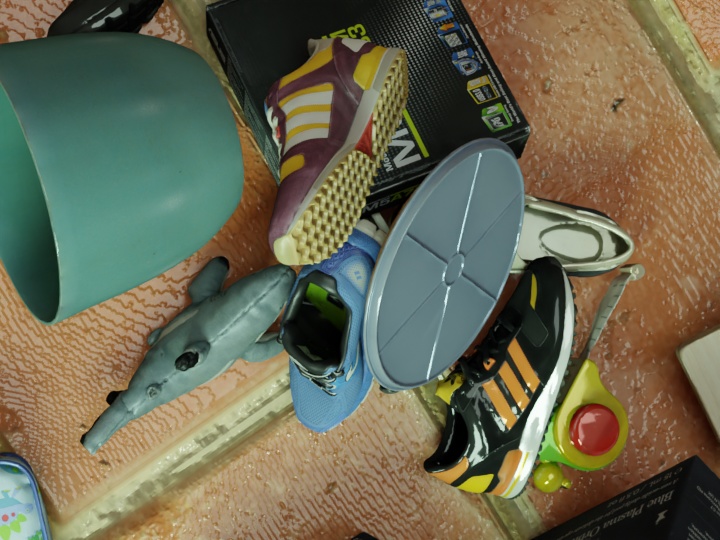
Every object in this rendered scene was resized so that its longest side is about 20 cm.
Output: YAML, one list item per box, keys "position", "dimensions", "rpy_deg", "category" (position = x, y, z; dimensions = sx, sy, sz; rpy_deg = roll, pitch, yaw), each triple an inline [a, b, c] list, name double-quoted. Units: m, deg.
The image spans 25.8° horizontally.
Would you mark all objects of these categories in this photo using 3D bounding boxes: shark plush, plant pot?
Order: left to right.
- position: [-0.181, -0.081, 1.134]
  dimensions: [0.160, 0.200, 0.202]
  rpy_deg: [-19, 94, -24]
  category: "plant pot"
- position: [-0.136, 0.057, 1.193]
  dimensions: [0.199, 0.083, 0.091]
  rpy_deg: [-28, 96, -14]
  category: "shark plush"

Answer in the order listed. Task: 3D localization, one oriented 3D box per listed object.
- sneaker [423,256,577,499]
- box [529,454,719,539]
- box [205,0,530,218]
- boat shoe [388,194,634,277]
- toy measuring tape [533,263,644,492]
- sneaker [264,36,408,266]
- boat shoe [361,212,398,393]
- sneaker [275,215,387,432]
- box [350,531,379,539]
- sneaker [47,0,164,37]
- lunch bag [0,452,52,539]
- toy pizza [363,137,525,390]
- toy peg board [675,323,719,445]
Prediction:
- position: [0.107, 0.083, 1.244]
  dimensions: [0.089, 0.070, 0.202]
  rpy_deg: [10, 103, -18]
  category: "sneaker"
- position: [0.196, 0.273, 1.179]
  dimensions: [0.117, 0.196, 0.200]
  rpy_deg: [45, 40, -10]
  category: "box"
- position: [0.004, -0.146, 1.217]
  dimensions: [0.192, 0.048, 0.201]
  rpy_deg: [-19, 69, -16]
  category: "box"
- position: [0.123, -0.029, 1.275]
  dimensions: [0.198, 0.063, 0.072]
  rpy_deg: [8, 89, -13]
  category: "boat shoe"
- position: [0.201, 0.095, 1.290]
  dimensions: [0.073, 0.074, 0.201]
  rpy_deg: [30, 82, -12]
  category: "toy measuring tape"
- position: [-0.036, -0.087, 1.125]
  dimensions: [0.089, 0.075, 0.201]
  rpy_deg: [14, 53, 19]
  category: "sneaker"
- position: [0.000, 0.000, 1.236]
  dimensions: [0.067, 0.072, 0.201]
  rpy_deg: [-29, 96, -13]
  category: "boat shoe"
- position: [-0.032, 0.052, 1.177]
  dimensions: [0.078, 0.201, 0.089]
  rpy_deg: [24, 45, 18]
  category: "sneaker"
- position: [-0.021, 0.336, 1.208]
  dimensions: [0.181, 0.104, 0.201]
  rpy_deg: [-27, 96, -15]
  category: "box"
- position: [-0.172, -0.238, 1.205]
  dimensions: [0.079, 0.075, 0.200]
  rpy_deg: [46, 70, 0]
  category: "sneaker"
- position: [-0.321, 0.227, 1.142]
  dimensions: [0.198, 0.082, 0.162]
  rpy_deg: [-13, 91, -15]
  category: "lunch bag"
- position: [0.058, -0.006, 1.166]
  dimensions: [0.032, 0.200, 0.201]
  rpy_deg: [26, 80, 29]
  category: "toy pizza"
- position: [0.391, 0.105, 1.340]
  dimensions: [0.198, 0.098, 0.201]
  rpy_deg: [-27, 95, 2]
  category: "toy peg board"
